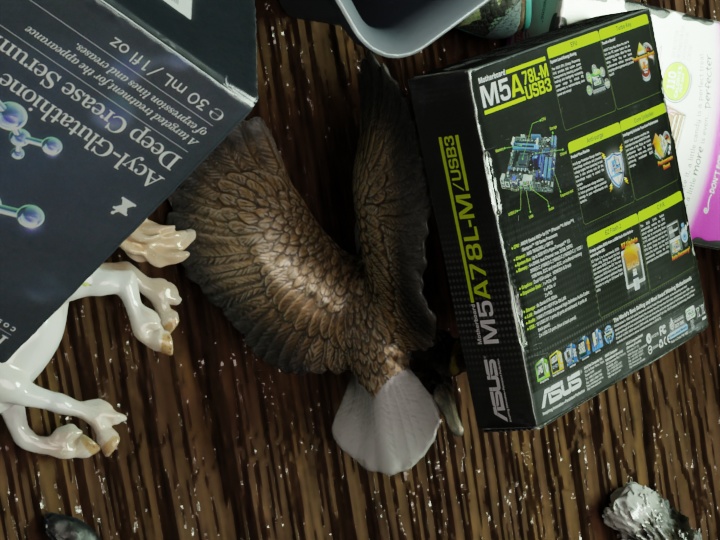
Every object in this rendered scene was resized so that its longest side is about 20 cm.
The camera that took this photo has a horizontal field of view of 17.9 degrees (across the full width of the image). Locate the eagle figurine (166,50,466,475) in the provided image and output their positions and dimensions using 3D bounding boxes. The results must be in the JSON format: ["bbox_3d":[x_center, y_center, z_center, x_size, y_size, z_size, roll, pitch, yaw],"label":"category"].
[{"bbox_3d":[-0.002,-0.004,1.275,0.152,0.151,0.200,-43,124,-7],"label":"eagle figurine"}]

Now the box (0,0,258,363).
[{"bbox_3d":[-0.166,-0.082,1.073,0.148,0.108,0.200,33,120,-25],"label":"box"}]

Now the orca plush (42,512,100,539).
[{"bbox_3d":[-0.181,0.177,1.229,0.200,0.071,0.106,38,78,-24],"label":"orca plush"}]

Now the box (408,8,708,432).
[{"bbox_3d":[0.114,-0.033,1.255,0.199,0.047,0.195,-25,103,-51],"label":"box"}]

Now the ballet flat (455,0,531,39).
[{"bbox_3d":[0.070,-0.237,1.322,0.074,0.074,0.202,2,91,-27],"label":"ballet flat"}]

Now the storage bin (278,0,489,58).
[{"bbox_3d":[-0.012,-0.230,1.240,0.145,0.134,0.201,-37,110,-19],"label":"storage bin"}]

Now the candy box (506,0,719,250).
[{"bbox_3d":[0.179,-0.089,1.391,0.198,0.061,0.138,10,91,-28],"label":"candy box"}]

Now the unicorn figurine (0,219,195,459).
[{"bbox_3d":[-0.180,0.042,1.224,0.137,0.074,0.201,33,66,-16],"label":"unicorn figurine"}]

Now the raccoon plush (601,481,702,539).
[{"bbox_3d":[0.236,0.226,1.408,0.200,0.134,0.097,39,79,-24],"label":"raccoon plush"}]
